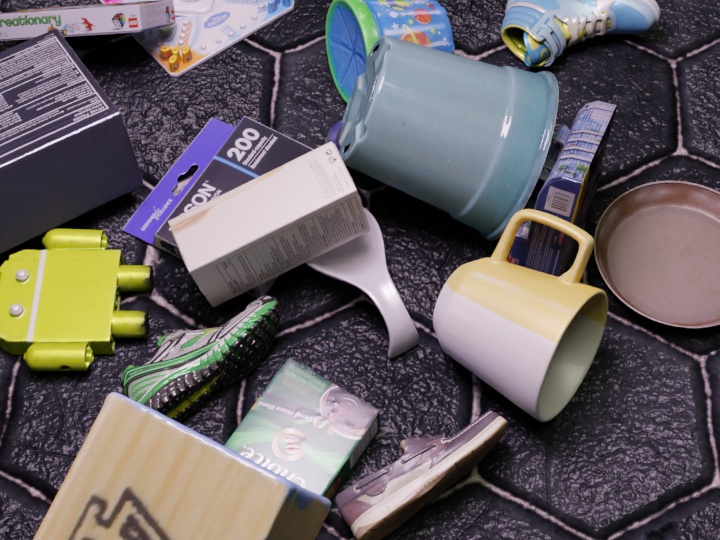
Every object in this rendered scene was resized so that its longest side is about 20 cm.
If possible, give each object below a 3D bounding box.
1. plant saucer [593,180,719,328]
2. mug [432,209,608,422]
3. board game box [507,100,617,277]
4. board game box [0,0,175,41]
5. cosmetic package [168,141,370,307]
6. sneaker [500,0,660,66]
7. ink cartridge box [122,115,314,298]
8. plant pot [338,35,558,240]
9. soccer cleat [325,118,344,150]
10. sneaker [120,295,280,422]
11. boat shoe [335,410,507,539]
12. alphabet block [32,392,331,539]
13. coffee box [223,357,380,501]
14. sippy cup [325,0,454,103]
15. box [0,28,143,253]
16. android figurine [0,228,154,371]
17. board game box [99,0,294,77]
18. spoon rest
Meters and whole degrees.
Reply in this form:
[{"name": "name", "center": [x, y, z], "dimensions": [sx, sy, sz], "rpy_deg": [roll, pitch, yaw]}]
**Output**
[{"name": "plant saucer", "center": [0.364, -0.014, 1.531], "dimensions": [0.198, 0.032, 0.201], "rpy_deg": [-1, 57, 1]}, {"name": "mug", "center": [0.171, 0.045, 1.430], "dimensions": [0.153, 0.150, 0.187], "rpy_deg": [26, 75, 27]}, {"name": "board game box", "center": [0.228, -0.089, 1.510], "dimensions": [0.061, 0.201, 0.200], "rpy_deg": [19, 44, 11]}, {"name": "board game box", "center": [-0.345, -0.312, 1.670], "dimensions": [0.198, 0.035, 0.126], "rpy_deg": [-2, 14, 11]}, {"name": "cosmetic package", "center": [-0.097, -0.049, 1.457], "dimensions": [0.199, 0.105, 0.071], "rpy_deg": [-25, 64, -3]}, {"name": "sneaker", "center": [0.270, -0.302, 1.695], "dimensions": [0.199, 0.080, 0.131], "rpy_deg": [10, 55, 19]}, {"name": "ink cartridge box", "center": [-0.149, -0.087, 1.578], "dimensions": [0.199, 0.044, 0.199], "rpy_deg": [25, 62, 17]}, {"name": "plant pot", "center": [0.089, -0.158, 1.494], "dimensions": [0.195, 0.200, 0.201], "rpy_deg": [18, 56, -13]}, {"name": "soccer cleat", "center": [0.050, -0.171, 1.619], "dimensions": [0.199, 0.084, 0.065], "rpy_deg": [-13, 96, -23]}, {"name": "sneaker", "center": [-0.171, 0.084, 1.445], "dimensions": [0.199, 0.078, 0.085], "rpy_deg": [-34, 62, -19]}, {"name": "boat shoe", "center": [0.062, 0.199, 1.373], "dimensions": [0.199, 0.072, 0.065], "rpy_deg": [-36, 68, -14]}, {"name": "alphabet block", "center": [-0.168, 0.253, 1.235], "dimensions": [0.195, 0.195, 0.201], "rpy_deg": [24, 81, 18]}, {"name": "coffee box", "center": [-0.079, 0.200, 1.387], "dimensions": [0.122, 0.044, 0.200], "rpy_deg": [29, 62, 17]}, {"name": "sippy cup", "center": [0.040, -0.279, 1.657], "dimensions": [0.129, 0.140, 0.179], "rpy_deg": [-13, 66, -21]}, {"name": "box", "center": [-0.389, -0.150, 1.558], "dimensions": [0.199, 0.124, 0.199], "rpy_deg": [-27, 48, -16]}, {"name": "android figurine", "center": [-0.334, 0.033, 1.504], "dimensions": [0.198, 0.041, 0.183], "rpy_deg": [2, 57, 0]}, {"name": "board game box", "center": [-0.223, -0.367, 1.772], "dimensions": [0.199, 0.026, 0.200], "rpy_deg": [-34, 63, -19]}, {"name": "spoon rest", "center": [0.000, 0.000, 1.496], "dimensions": [0.099, 0.061, 0.201], "rpy_deg": [-28, 68, -17]}]
